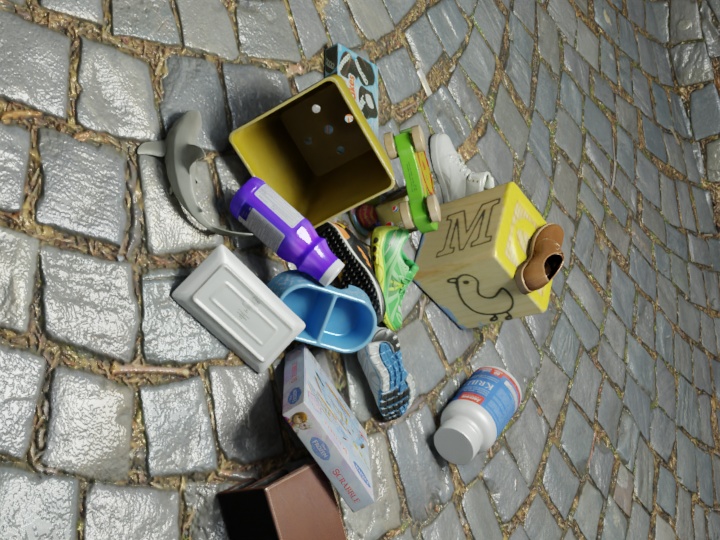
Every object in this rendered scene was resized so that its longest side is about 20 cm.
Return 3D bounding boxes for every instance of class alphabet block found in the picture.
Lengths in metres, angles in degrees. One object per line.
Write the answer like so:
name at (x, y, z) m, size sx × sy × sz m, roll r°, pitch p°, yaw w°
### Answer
alphabet block at (0.249, -0.026, 1.855) m, size 0.195 × 0.199 × 0.197 m, roll 42°, pitch 49°, yaw -32°

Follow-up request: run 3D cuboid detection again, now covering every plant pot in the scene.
plant pot at (-0.065, -0.209, 1.554) m, size 0.200 × 0.199 × 0.177 m, roll 58°, pitch 20°, yaw -18°

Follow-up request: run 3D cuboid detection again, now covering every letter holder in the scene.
letter holder at (-0.101, 0.393, 1.376) m, size 0.142 × 0.100 × 0.201 m, roll -16°, pitch 90°, yaw -53°

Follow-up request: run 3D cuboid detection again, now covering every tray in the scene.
tray at (-0.177, 0.063, 1.413) m, size 0.107 × 0.022 × 0.200 m, roll -47°, pitch 119°, yaw -5°

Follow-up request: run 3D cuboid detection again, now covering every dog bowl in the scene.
dog bowl at (-0.062, 0.071, 1.506) m, size 0.199 × 0.050 × 0.112 m, roll 18°, pitch 98°, yaw -26°

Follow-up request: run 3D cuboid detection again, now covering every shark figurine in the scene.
shark figurine at (-0.244, -0.141, 1.405) m, size 0.128 × 0.089 × 0.216 m, roll -17°, pitch 88°, yaw -49°

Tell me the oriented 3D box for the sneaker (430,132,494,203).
sneaker at (0.219, -0.202, 1.949) m, size 0.074 × 0.115 × 0.201 m, roll -13°, pitch 86°, yaw -49°

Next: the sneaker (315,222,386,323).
sneaker at (0.000, 0.000, 1.623) m, size 0.090 × 0.070 × 0.201 m, roll -6°, pitch 60°, yaw -56°

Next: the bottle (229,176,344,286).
bottle at (-0.113, -0.057, 1.476) m, size 0.200 × 0.084 × 0.065 m, roll 41°, pitch 64°, yaw 4°

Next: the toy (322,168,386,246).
toy at (0.007, -0.115, 1.721) m, size 0.200 × 0.047 × 0.116 m, roll 24°, pitch 61°, yaw -42°

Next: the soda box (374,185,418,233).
soda box at (0.089, -0.116, 1.757) m, size 0.068 × 0.064 × 0.200 m, roll 69°, pitch 20°, yaw -9°

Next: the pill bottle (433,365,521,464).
pill bottle at (0.219, 0.275, 1.784) m, size 0.200 × 0.112 × 0.113 m, roll -42°, pitch 109°, yaw -49°

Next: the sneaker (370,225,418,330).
sneaker at (0.064, 0.017, 1.672) m, size 0.074 × 0.083 × 0.201 m, roll -107°, pitch -168°, yaw -65°

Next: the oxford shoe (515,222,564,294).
oxford shoe at (0.357, -0.027, 1.772) m, size 0.071 × 0.071 × 0.200 m, roll 55°, pitch 41°, yaw -20°

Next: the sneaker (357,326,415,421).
sneaker at (0.036, 0.170, 1.640) m, size 0.075 × 0.087 × 0.201 m, roll -27°, pitch 122°, yaw -24°

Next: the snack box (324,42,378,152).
snack box at (-0.016, -0.312, 1.770) m, size 0.116 × 0.037 × 0.201 m, roll 19°, pitch 63°, yaw -45°

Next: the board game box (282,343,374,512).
board game box at (-0.050, 0.238, 1.456) m, size 0.200 × 0.041 × 0.200 m, roll 57°, pitch 8°, yaw -18°

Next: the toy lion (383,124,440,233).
toy lion at (0.102, -0.160, 1.656) m, size 0.192 × 0.068 × 0.201 m, roll 33°, pitch 44°, yaw -73°
